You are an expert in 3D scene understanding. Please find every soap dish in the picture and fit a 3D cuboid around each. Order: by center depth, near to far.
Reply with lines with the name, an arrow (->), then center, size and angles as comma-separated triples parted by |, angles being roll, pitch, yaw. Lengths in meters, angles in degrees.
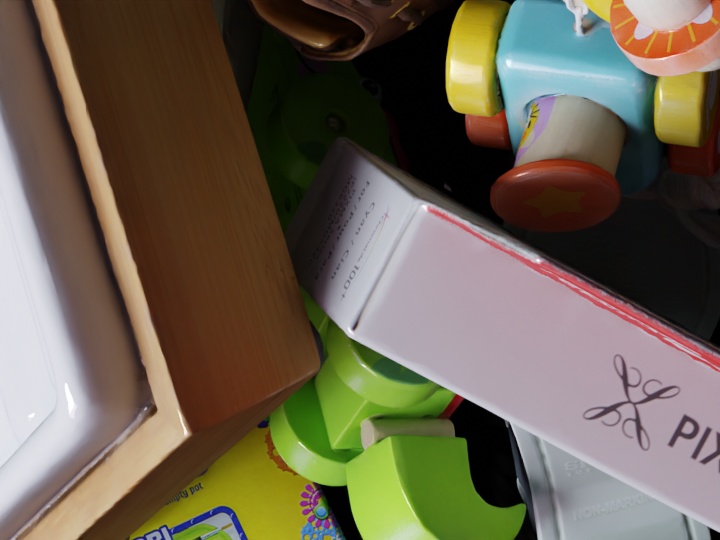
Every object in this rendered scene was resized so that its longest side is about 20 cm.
soap dish -> -0.092, 0.003, 0.738 | 0.200, 0.081, 0.158 | -42, 62, 55

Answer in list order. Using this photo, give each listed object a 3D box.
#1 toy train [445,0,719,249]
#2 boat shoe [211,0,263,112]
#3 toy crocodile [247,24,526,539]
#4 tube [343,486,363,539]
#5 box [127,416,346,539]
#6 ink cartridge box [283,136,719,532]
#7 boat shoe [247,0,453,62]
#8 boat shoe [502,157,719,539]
toy train -> 0.104, -0.040, 0.649 | 0.150, 0.056, 0.200 | 28, 150, -19
boat shoe -> -0.059, -0.113, 0.756 | 0.062, 0.073, 0.201 | 10, 134, 5
toy crocodile -> 0.000, 0.000, 0.821 | 0.068, 0.061, 0.201 | -56, 43, 49
tube -> 0.019, 0.087, 0.874 | 0.200, 0.050, 0.078 | -124, 22, -58
box -> -0.079, 0.118, 0.906 | 0.194, 0.121, 0.200 | 63, 165, 11
ink cartridge box -> 0.088, 0.040, 0.679 | 0.199, 0.045, 0.176 | 28, -177, -18
boat shoe -> -0.007, -0.094, 0.716 | 0.072, 0.068, 0.200 | 44, 179, 2
boat shoe -> 0.071, 0.027, 0.811 | 0.060, 0.075, 0.201 | -105, 11, -57
